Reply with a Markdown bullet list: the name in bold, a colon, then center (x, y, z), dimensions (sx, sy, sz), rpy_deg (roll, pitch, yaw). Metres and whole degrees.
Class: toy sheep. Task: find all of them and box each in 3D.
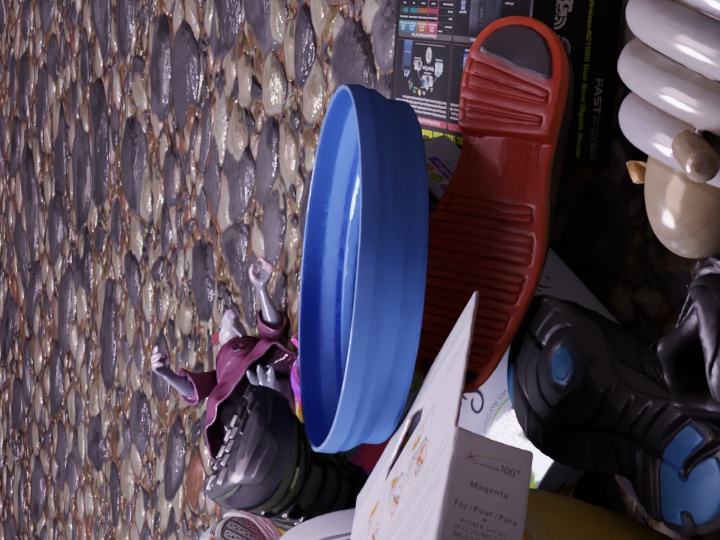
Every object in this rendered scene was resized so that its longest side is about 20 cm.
- **toy sheep**: center (0.177, -0.098, 0.734), dimensions (0.200, 0.138, 0.138), rpy_deg (-66, 29, 16)

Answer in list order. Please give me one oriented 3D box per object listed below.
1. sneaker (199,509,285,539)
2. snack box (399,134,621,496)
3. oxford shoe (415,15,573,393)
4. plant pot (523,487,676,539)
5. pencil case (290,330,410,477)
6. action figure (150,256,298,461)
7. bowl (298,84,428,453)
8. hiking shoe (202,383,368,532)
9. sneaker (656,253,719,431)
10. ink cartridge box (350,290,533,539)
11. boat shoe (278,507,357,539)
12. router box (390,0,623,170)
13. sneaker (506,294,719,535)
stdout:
- **sneaker**: center (-0.050, 0.256, 1.158), dimensions (0.200, 0.082, 0.078), rpy_deg (57, 149, 9)
- **snack box**: center (0.065, 0.038, 1.004), dimensions (0.200, 0.053, 0.142), rpy_deg (50, 134, 28)
- **oxford shoe**: center (0.079, -0.031, 0.912), dimensions (0.071, 0.073, 0.201), rpy_deg (17, 93, 22)
- **plant pot**: center (0.118, 0.202, 0.847), dimensions (0.200, 0.142, 0.201), rpy_deg (-179, 90, -67)
- **pencil case**: center (-0.008, 0.130, 1.157), dimensions (0.088, 0.088, 0.200), rpy_deg (-116, 22, -48)
- **action figure**: center (-0.089, 0.090, 1.468), dimensions (0.149, 0.134, 0.200), rpy_deg (52, -177, -19)
- **bowl**: center (0.000, 0.000, 0.929), dimensions (0.201, 0.039, 0.201), rpy_deg (-176, 90, -80)
- **hiking shoe**: center (-0.033, 0.122, 1.022), dimensions (0.200, 0.100, 0.076), rpy_deg (83, -151, -82)
- **sneaker**: center (0.198, 0.019, 0.694), dimensions (0.200, 0.111, 0.077), rpy_deg (139, 126, -61)
- **ink cartridge box**: center (0.030, 0.137, 0.828), dimensions (0.200, 0.043, 0.174), rpy_deg (116, 172, -47)
- **boat shoe**: center (0.046, 0.180, 0.960), dimensions (0.066, 0.199, 0.070), rpy_deg (-82, -9, -46)
- **router box**: center (0.085, -0.145, 1.041), dimensions (0.200, 0.062, 0.150), rpy_deg (-156, 68, -66)
- **sneaker**: center (0.144, 0.072, 0.846), dimensions (0.200, 0.082, 0.073), rpy_deg (42, 123, 53)
